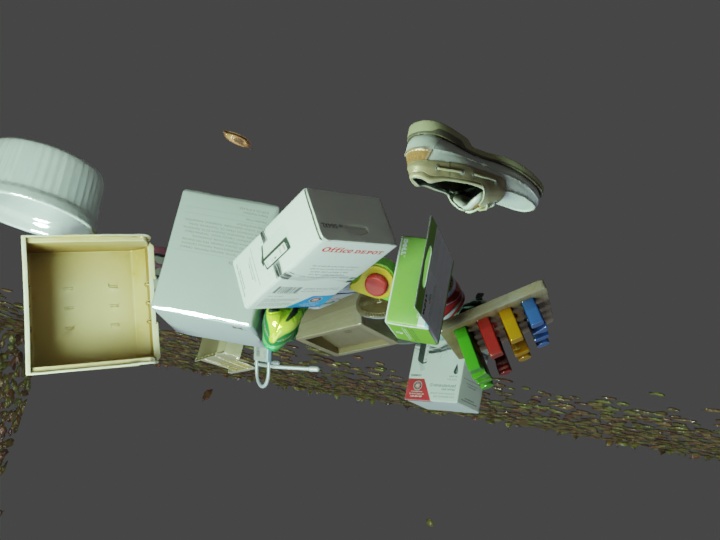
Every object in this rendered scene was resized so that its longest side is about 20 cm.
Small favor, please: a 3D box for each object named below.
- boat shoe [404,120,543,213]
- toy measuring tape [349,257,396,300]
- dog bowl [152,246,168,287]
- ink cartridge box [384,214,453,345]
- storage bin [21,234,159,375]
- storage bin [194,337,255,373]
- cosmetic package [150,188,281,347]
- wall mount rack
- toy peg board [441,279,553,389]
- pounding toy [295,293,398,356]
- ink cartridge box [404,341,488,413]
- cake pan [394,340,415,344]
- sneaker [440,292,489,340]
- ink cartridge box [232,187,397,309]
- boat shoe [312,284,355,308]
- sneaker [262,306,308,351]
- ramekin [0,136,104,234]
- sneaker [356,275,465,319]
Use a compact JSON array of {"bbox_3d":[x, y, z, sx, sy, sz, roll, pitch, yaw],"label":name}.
[{"bbox_3d":[0.132,-0.102,0.864,0.198,0.069,0.074,20,162,-27],"label":"boat shoe"},{"bbox_3d":[0.000,0.000,1.306,0.197,0.074,0.074,19,165,11],"label":"toy measuring tape"},{"bbox_3d":[-0.408,0.010,1.587,0.197,0.075,0.200,11,164,3],"label":"dog bowl"},{"bbox_3d":[0.084,0.014,1.141,0.075,0.150,0.200,7,162,19],"label":"ink cartridge box"},{"bbox_3d":[-0.416,0.053,1.145,0.196,0.203,0.094,-2,172,-25],"label":"storage bin"},{"bbox_3d":[-0.263,0.105,1.579,0.093,0.203,0.198,21,161,-23],"label":"storage bin"},{"bbox_3d":[-0.220,0.001,1.207,0.164,0.203,0.168,10,163,3],"label":"cosmetic package"},{"bbox_3d":[-0.149,0.126,1.424,0.074,0.203,0.173,2,177,-33],"label":"wall mount rack"},{"bbox_3d":[0.262,0.129,1.329,0.197,0.099,0.200,-23,155,9],"label":"toy peg board"},{"bbox_3d":[-0.028,0.087,1.524,0.182,0.144,0.199,-14,155,27],"label":"pounding toy"},{"bbox_3d":[0.187,0.186,1.543,0.143,0.203,0.083,-6,153,45],"label":"ink cartridge box"},{"bbox_3d":[0.043,0.131,1.738,0.197,0.037,0.201,11,164,3],"label":"cake pan"},{"bbox_3d":[0.184,0.089,1.438,0.198,0.075,0.118,-9,162,27],"label":"sneaker"},{"bbox_3d":[-0.068,-0.025,1.053,0.145,0.085,0.200,2,150,-43],"label":"ink cartridge box"},{"bbox_3d":[-0.078,0.035,1.357,0.197,0.074,0.067,-3,125,-23],"label":"boat shoe"},{"bbox_3d":[-0.123,0.064,1.187,0.073,0.084,0.200,28,-159,0],"label":"sneaker"},{"bbox_3d":[-0.504,-0.127,1.159,0.197,0.099,0.201,10,164,3],"label":"ramekin"},{"bbox_3d":[0.098,0.061,1.371,0.198,0.072,0.112,-14,154,24],"label":"sneaker"}]
